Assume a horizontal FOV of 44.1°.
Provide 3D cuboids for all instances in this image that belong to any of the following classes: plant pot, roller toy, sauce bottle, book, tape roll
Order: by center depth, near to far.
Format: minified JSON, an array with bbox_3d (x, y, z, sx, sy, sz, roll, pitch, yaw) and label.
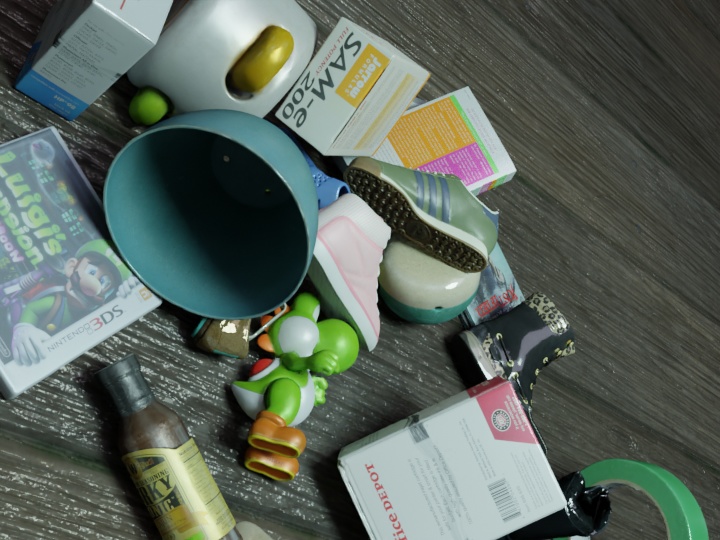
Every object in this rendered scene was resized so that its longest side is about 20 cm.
[{"bbox_3d":[-0.176,0.172,0.796,0.065,0.065,0.201,-28,90,-49],"label":"sauce bottle"},{"bbox_3d":[-0.123,-0.072,0.852,0.200,0.200,0.135,49,33,-16],"label":"plant pot"},{"bbox_3d":[-0.139,-0.229,0.939,0.140,0.200,0.183,41,40,-24],"label":"roller toy"},{"bbox_3d":[0.081,-0.138,1.127,0.199,0.048,0.134,-23,72,-19],"label":"book"},{"bbox_3d":[0.341,0.345,1.140,0.048,0.200,0.201,15,60,-40],"label":"tape roll"}]

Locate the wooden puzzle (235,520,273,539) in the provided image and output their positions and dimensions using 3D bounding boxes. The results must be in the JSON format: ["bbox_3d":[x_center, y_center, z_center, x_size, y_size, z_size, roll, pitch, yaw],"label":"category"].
[{"bbox_3d":[-0.073,0.360,0.819,0.200,0.046,0.186,45,45,-21],"label":"wooden puzzle"}]

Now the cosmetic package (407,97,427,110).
[{"bbox_3d":[0.040,-0.199,1.186,0.200,0.083,0.051,12,26,-43],"label":"cosmetic package"}]

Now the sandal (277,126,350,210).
[{"bbox_3d":[-0.045,-0.086,1.044,0.200,0.087,0.079,55,43,-8],"label":"sandal"}]

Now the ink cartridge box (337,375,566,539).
[{"bbox_3d":[0.093,0.220,0.947,0.085,0.199,0.146,70,-5,-88],"label":"ink cartridge box"}]

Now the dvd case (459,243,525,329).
[{"bbox_3d":[0.185,0.043,1.266,0.146,0.022,0.201,-25,91,-49],"label":"dvd case"}]

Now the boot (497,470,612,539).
[{"bbox_3d":[0.175,0.278,1.026,0.200,0.168,0.077,13,62,-41],"label":"boot"}]

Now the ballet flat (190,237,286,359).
[{"bbox_3d":[-0.105,0.013,0.938,0.072,0.068,0.200,33,50,-11],"label":"ballet flat"}]

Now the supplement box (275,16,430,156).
[{"bbox_3d":[-0.003,-0.198,0.994,0.073,0.126,0.200,39,14,8],"label":"supplement box"}]

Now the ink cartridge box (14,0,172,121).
[{"bbox_3d":[-0.235,-0.240,0.835,0.067,0.200,0.116,33,50,-31],"label":"ink cartridge box"}]

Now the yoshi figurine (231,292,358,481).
[{"bbox_3d":[-0.053,0.115,0.929,0.112,0.112,0.201,51,38,-38],"label":"yoshi figurine"}]

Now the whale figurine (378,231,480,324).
[{"bbox_3d":[0.077,-0.016,1.136,0.158,0.104,0.200,-5,46,-9],"label":"whale figurine"}]

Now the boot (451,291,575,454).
[{"bbox_3d":[0.227,0.139,1.186,0.150,0.073,0.200,-31,87,-22],"label":"boot"}]

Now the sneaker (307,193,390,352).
[{"bbox_3d":[0.000,0.000,0.985,0.105,0.075,0.201,-45,137,-20],"label":"sneaker"}]

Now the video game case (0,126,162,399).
[{"bbox_3d":[-0.294,-0.015,0.796,0.182,0.023,0.200,-38,99,-49],"label":"video game case"}]

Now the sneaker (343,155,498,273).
[{"bbox_3d":[0.080,-0.085,1.059,0.200,0.067,0.090,35,55,-3],"label":"sneaker"}]
